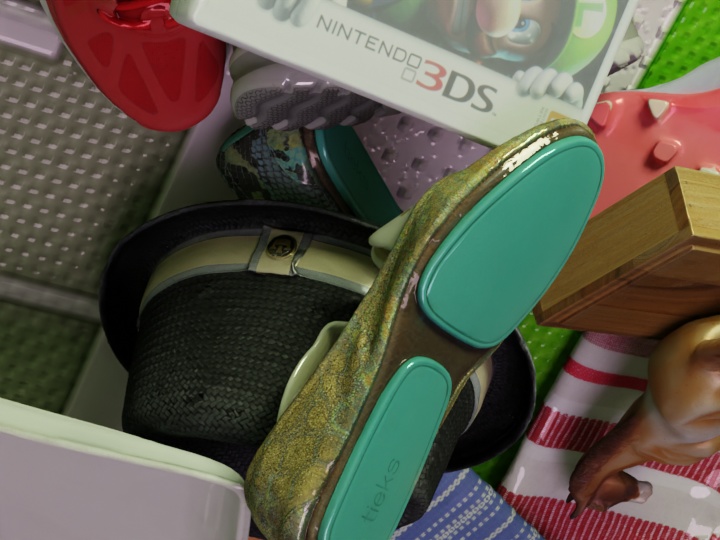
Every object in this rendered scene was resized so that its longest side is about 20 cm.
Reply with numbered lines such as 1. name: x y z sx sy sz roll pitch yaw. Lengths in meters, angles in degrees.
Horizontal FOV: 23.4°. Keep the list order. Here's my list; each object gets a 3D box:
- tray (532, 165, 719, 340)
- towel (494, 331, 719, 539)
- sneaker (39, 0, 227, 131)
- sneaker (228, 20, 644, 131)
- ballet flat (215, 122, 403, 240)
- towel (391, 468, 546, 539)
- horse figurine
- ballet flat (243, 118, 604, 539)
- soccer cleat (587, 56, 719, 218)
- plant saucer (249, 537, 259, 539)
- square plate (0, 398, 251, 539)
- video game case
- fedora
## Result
1. tray: 0.183 0.003 0.807 0.199 0.037 0.099 9 151 -36
2. towel: 0.147 0.104 0.918 0.144 0.023 0.200 16 113 -26
3. sneaker: -0.090 -0.121 0.647 0.078 0.116 0.201 -19 124 -3
4. sneaker: 0.036 -0.107 0.721 0.199 0.082 0.075 -4 168 -34
5. ballet flat: 0.000 0.000 0.795 0.074 0.074 0.200 -31 124 4
6. towel: 0.037 0.180 0.907 0.145 0.024 0.200 -40 126 7
7. horse figurine: 0.176 0.060 0.827 0.132 0.050 0.200 -6 156 -9
8. ballet flat: 0.018 0.021 0.667 0.071 0.071 0.200 34 85 -32
9. soccer cleat: 0.161 -0.068 0.796 0.199 0.076 0.067 -24 89 15
10. plant saucer: -0.049 0.165 0.899 0.199 0.032 0.201 -8 125 -12
11. square plate: -0.144 0.112 0.765 0.199 0.029 0.198 15 143 5
12. video game case: 0.045 -0.154 0.636 0.181 0.023 0.201 18 97 -34
13. fedora: -0.029 0.060 0.750 0.200 0.092 0.201 12 140 10
